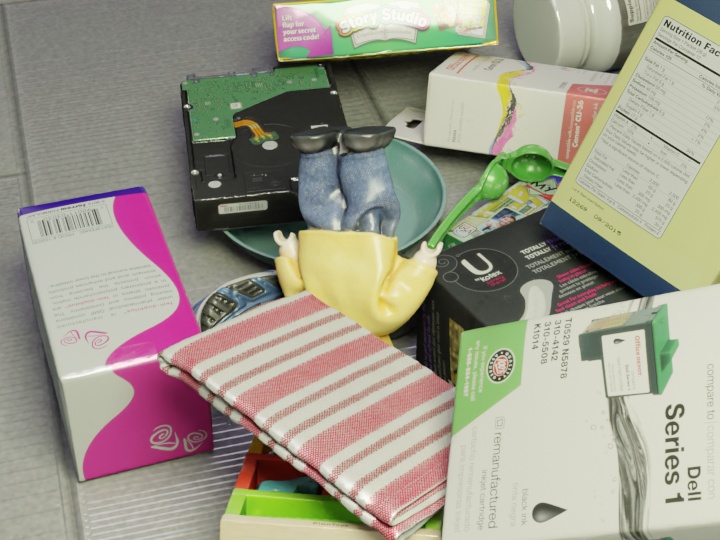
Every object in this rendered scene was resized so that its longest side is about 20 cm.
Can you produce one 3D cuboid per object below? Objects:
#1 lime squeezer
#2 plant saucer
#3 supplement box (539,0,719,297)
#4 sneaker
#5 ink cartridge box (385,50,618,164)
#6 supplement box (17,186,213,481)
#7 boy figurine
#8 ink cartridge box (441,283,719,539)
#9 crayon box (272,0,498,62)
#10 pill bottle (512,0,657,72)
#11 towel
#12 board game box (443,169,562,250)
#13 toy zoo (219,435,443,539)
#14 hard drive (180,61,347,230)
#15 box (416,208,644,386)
[{"bbox_3d":[0.129,-0.066,1.182,0.200,0.038,0.071,-17,72,-20],"label":"lime squeezer"},{"bbox_3d":[-0.027,-0.053,1.202,0.199,0.036,0.200,0,38,0],"label":"plant saucer"},{"bbox_3d":[0.266,-0.084,1.005,0.134,0.200,0.200,38,23,29],"label":"supplement box"},{"bbox_3d":[-0.039,0.023,1.074,0.200,0.076,0.077,-5,0,-30],"label":"sneaker"},{"bbox_3d":[0.127,-0.147,1.269,0.200,0.068,0.116,10,20,13],"label":"ink cartridge box"},{"bbox_3d":[-0.179,0.040,1.034,0.101,0.104,0.200,-11,38,-14],"label":"supplement box"},{"bbox_3d":[0.000,0.000,0.996,0.124,0.201,0.064,-2,11,20],"label":"boy figurine"},{"bbox_3d":[0.156,0.096,0.800,0.200,0.084,0.146,-14,53,31],"label":"ink cartridge box"},{"bbox_3d":[0.018,-0.229,1.345,0.199,0.058,0.173,-5,10,-2],"label":"crayon box"},{"bbox_3d":[0.258,-0.257,1.394,0.200,0.114,0.114,-16,41,-18],"label":"pill bottle"},{"bbox_3d":[-0.013,0.086,0.891,0.200,0.030,0.146,33,31,26],"label":"towel"},{"bbox_3d":[0.185,-0.010,1.150,0.200,0.029,0.134,30,48,33],"label":"board game box"},{"bbox_3d":[-0.011,0.134,0.921,0.131,0.021,0.200,4,14,3],"label":"toy zoo"},{"bbox_3d":[-0.080,-0.109,1.216,0.139,0.038,0.200,-6,39,-7],"label":"hard drive"},{"bbox_3d":[0.141,0.064,0.994,0.122,0.106,0.200,-21,43,-24],"label":"box"}]
